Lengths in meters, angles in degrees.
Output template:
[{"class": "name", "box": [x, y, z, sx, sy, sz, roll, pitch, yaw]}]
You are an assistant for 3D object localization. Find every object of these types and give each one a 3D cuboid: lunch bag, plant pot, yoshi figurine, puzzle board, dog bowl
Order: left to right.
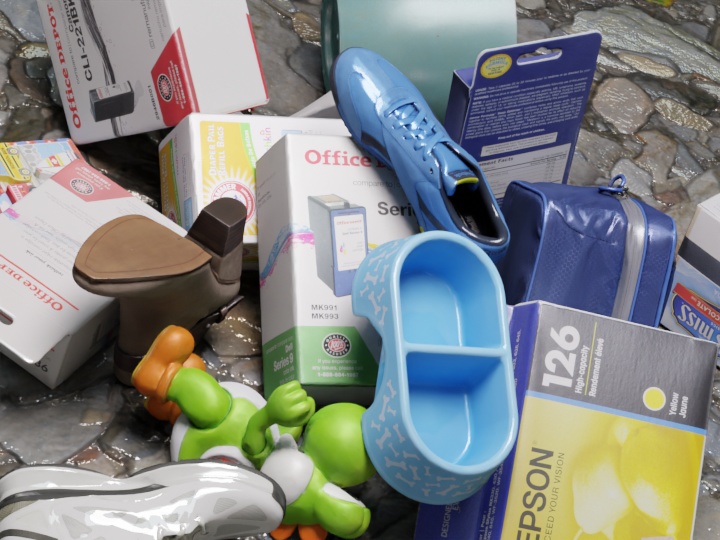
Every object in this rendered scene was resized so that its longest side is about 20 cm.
[{"class": "puzzle board", "box": [-0.274, -0.048, 1.528, 0.151, 0.017, 0.200, -9, 44, -31]}, {"class": "yoshi figurine", "box": [-0.061, 0.110, 1.332, 0.200, 0.112, 0.112, 34, 33, 18]}, {"class": "plant pot", "box": [0.048, -0.223, 1.749, 0.161, 0.201, 0.201, -2, 39, -9]}, {"class": "dog bowl", "box": [0.057, 0.064, 1.307, 0.111, 0.050, 0.200, 5, 69, -25]}, {"class": "lunch bag", "box": [0.177, 0.019, 1.464, 0.132, 0.200, 0.136, 11, 10, -12]}]

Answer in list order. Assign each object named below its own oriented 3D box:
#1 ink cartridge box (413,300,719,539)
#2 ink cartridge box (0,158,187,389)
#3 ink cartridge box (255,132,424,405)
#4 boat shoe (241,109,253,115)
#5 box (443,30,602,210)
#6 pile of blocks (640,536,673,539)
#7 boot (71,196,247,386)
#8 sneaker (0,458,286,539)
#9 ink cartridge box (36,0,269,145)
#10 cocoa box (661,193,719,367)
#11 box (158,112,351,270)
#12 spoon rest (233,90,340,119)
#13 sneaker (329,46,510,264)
[{"class": "ink cartridge box", "box": [0.155, 0.128, 1.354, 0.200, 0.047, 0.198, 13, 77, -10]}, {"class": "ink cartridge box", "box": [-0.239, 0.009, 1.407, 0.116, 0.068, 0.200, 34, 42, 11]}, {"class": "ink cartridge box", "box": [0.000, 0.000, 1.431, 0.145, 0.088, 0.200, 3, 74, -21]}, {"class": "boat shoe", "box": [-0.132, -0.155, 1.669, 0.063, 0.074, 0.201, -41, 54, -6]}, {"class": "box", "box": [0.123, -0.109, 1.488, 0.121, 0.200, 0.032, -12, 44, -26]}, {"class": "pile of blocks", "box": [0.224, 0.230, 1.246, 0.200, 0.082, 0.062, -8, 24, 12]}, {"class": "boot", "box": [-0.156, 0.027, 1.365, 0.070, 0.146, 0.200, 40, 36, 22]}, {"class": "sneaker", "box": [-0.146, 0.193, 1.230, 0.200, 0.076, 0.115, 0, 47, -10]}, {"class": "ink cartridge box", "box": [-0.183, -0.194, 1.575, 0.084, 0.145, 0.200, -19, 9, -38]}, {"class": "cocoa box", "box": [0.382, 0.028, 1.597, 0.200, 0.131, 0.133, 39, 42, 27]}, {"class": "box", "box": [-0.060, -0.062, 1.525, 0.200, 0.101, 0.113, 1, 77, -21]}, {"class": "spoon rest", "box": [-0.035, -0.136, 1.581, 0.200, 0.099, 0.061, 10, 75, 18]}, {"class": "sneaker", "box": [0.051, -0.091, 1.386, 0.066, 0.078, 0.200, -31, 87, -24]}]
